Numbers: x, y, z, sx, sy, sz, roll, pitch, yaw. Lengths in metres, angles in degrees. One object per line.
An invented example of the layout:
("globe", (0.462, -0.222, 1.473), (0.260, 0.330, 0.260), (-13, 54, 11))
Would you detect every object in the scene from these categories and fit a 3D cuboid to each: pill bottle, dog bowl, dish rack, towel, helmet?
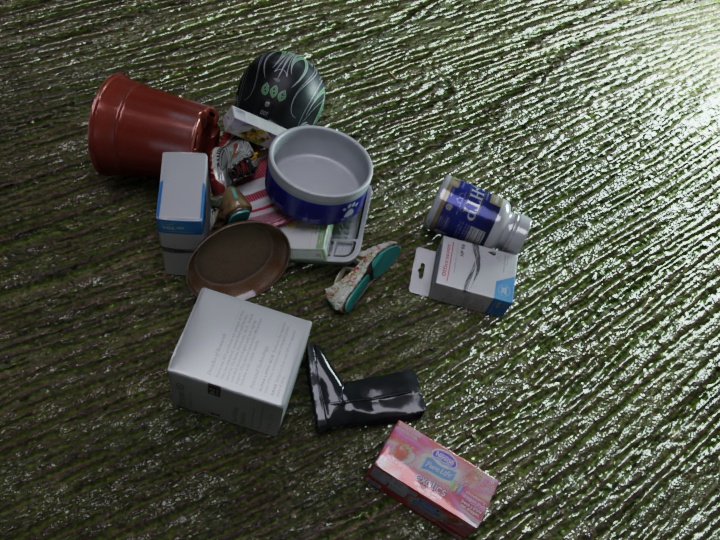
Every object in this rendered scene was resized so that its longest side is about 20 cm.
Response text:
("pill bottle", (0.243, -0.106, 1.632), (0.199, 0.120, 0.120), (23, 59, 2))
("dog bowl", (-0.080, -0.183, 1.507), (0.199, 0.079, 0.201), (8, 48, -9))
("dish rack", (-0.068, -0.093, 1.585), (0.171, 0.044, 0.201), (3, 58, 14))
("towel", (-0.183, -0.164, 1.554), (0.144, 0.023, 0.200), (-22, 55, -13))
("helmet", (-0.166, -0.366, 1.668), (0.199, 0.200, 0.191), (22, 76, 1))

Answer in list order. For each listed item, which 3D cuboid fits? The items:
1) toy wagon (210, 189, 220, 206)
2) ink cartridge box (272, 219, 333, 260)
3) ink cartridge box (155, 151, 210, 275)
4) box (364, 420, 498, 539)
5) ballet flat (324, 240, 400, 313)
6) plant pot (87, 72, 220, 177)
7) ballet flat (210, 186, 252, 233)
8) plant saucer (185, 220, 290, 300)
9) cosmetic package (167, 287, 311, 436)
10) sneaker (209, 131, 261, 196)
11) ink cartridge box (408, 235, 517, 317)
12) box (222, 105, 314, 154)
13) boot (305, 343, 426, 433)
("toy wagon", (-0.297, -0.219, 1.634), (0.155, 0.040, 0.200), (-34, 71, -26))
("ink cartridge box", (-0.153, -0.091, 1.548), (0.199, 0.048, 0.146), (3, 58, 11))
("ink cartridge box", (-0.323, -0.100, 1.468), (0.086, 0.200, 0.147), (2, 60, -8))
("box", (0.119, 0.359, 1.354), (0.200, 0.103, 0.095), (30, 60, 7))
("ballet flat", (0.000, 0.000, 1.554), (0.064, 0.076, 0.200), (28, 55, 23))
("plant pot", (-0.387, -0.262, 1.528), (0.195, 0.201, 0.201), (12, 59, 7))
("ballet flat", (-0.249, -0.095, 1.477), (0.068, 0.200, 0.073), (-15, 72, -23))
("plant saucer", (-0.227, -0.021, 1.452), (0.200, 0.201, 0.037), (-16, 48, -19))
("cosmetic package", (-0.207, 0.160, 1.365), (0.199, 0.165, 0.165), (17, 59, 0))
("sneaker", (-0.239, -0.209, 1.517), (0.082, 0.078, 0.200), (7, 38, 3))
("ink cartridge box", (0.207, 0.007, 1.591), (0.199, 0.067, 0.116), (14, 60, -3))
("box", (-0.177, -0.265, 1.564), (0.200, 0.039, 0.042), (18, 40, -36))
("boot", (0.007, 0.202, 1.440), (0.199, 0.066, 0.165), (-7, 71, -11))
